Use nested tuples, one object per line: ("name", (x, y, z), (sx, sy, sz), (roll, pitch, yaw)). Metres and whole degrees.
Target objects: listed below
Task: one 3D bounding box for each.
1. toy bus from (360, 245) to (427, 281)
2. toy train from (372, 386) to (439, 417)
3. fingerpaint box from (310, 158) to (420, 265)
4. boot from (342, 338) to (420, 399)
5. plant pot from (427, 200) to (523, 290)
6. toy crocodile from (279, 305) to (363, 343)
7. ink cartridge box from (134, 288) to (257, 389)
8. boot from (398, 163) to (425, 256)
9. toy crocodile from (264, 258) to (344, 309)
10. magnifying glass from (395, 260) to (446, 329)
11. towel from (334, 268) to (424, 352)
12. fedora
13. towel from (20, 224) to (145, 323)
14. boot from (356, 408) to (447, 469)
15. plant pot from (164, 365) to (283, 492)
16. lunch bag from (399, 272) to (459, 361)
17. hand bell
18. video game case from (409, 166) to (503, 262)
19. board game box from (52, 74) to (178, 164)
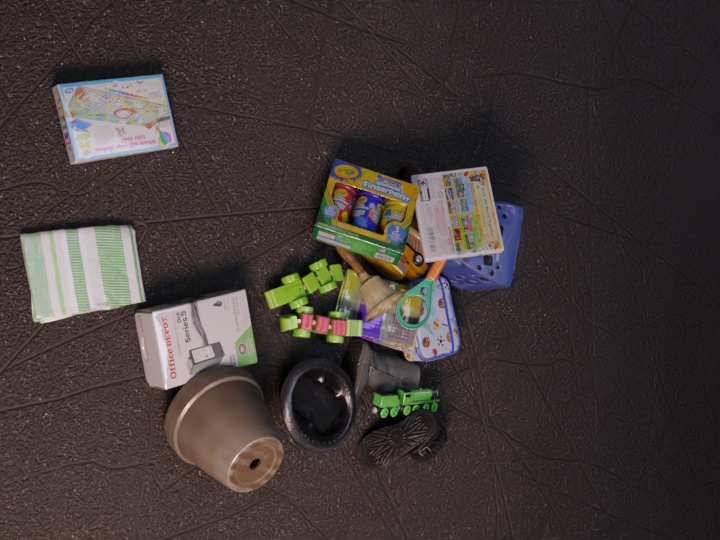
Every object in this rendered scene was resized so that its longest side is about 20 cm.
("toy bus", (0.057, -0.043, 1.745), (0.200, 0.065, 0.079), (41, 64, -20))
("toy train", (0.105, 0.295, 1.745), (0.198, 0.041, 0.057), (2, 99, -41))
("fingerpaint box", (0.012, -0.125, 1.655), (0.197, 0.074, 0.169), (18, 66, -4))
("boot", (0.040, 0.264, 1.750), (0.199, 0.072, 0.184), (36, 70, -39))
("plant pot", (0.248, -0.072, 1.839), (0.178, 0.199, 0.203), (17, 79, -29))
("toy crocodile", (-0.082, 0.116, 1.642), (0.197, 0.062, 0.069), (10, 83, -25))
("ink cartridge box", (-0.308, 0.126, 1.459), (0.198, 0.083, 0.148), (-14, 98, -38))
("boot", (0.142, -0.140, 1.779), (0.199, 0.073, 0.167), (39, 67, 9))
("toy crocodile", (-0.115, 0.031, 1.626), (0.198, 0.062, 0.068), (-26, 92, -33))
("magnifying glass", (0.145, 0.038, 1.715), (0.079, 0.022, 0.202), (29, 86, 5))
("towel", (0.044, 0.088, 1.727), (0.197, 0.023, 0.146), (18, 79, -11))
("fedora", (-0.103, 0.276, 1.613), (0.198, 0.091, 0.204), (1, 88, -38))
("towel", (-0.485, 0.001, 1.363), (0.198, 0.023, 0.155), (-10, 95, -37))
("boot", (0.101, 0.404, 1.777), (0.158, 0.209, 0.080), (61, 3, -62))
("plant pot", (-0.234, 0.306, 1.415), (0.198, 0.173, 0.203), (-23, 131, -30))
("lunch bag", (0.159, 0.109, 1.825), (0.158, 0.075, 0.204), (-7, 86, -37))
("hand bell", (0.000, 0.000, 1.686), (0.103, 0.104, 0.201), (-26, 76, -35))
("video game case", (0.213, -0.126, 1.722), (0.179, 0.023, 0.203), (-7, 74, -6))
("board game box", (-0.439, -0.276, 1.397), (0.198, 0.034, 0.137), (-17, 99, -37))
